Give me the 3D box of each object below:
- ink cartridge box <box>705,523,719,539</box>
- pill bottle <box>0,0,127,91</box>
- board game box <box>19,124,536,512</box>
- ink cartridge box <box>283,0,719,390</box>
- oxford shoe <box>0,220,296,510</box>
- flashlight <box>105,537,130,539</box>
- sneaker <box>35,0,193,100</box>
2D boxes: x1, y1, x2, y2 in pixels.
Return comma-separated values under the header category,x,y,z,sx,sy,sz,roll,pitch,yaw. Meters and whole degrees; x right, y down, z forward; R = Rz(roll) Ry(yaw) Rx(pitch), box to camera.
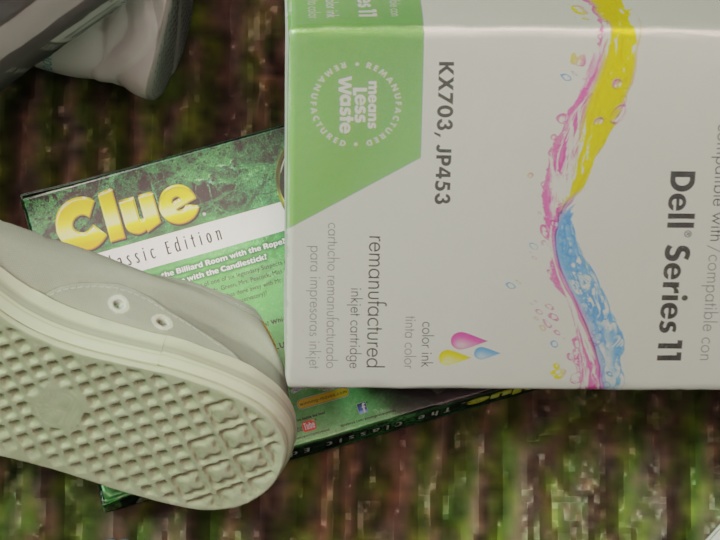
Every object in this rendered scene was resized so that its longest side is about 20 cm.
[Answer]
category,x,y,z,sx,sy,sz,roll,pitch,yaw
ink cartridge box,0.141,0.149,0.816,0.200,0.084,0.145,-44,71,-11
pill bottle,-0.162,-0.085,0.833,0.199,0.113,0.114,-33,79,14
board game box,0.000,0.000,0.890,0.199,0.023,0.106,-15,80,-6
ink cartridge box,0.076,-0.029,0.828,0.198,0.067,0.118,0,114,-2
oxford shoe,-0.111,0.013,0.825,0.199,0.075,0.058,21,35,-13
flashlight,-0.122,0.168,0.829,0.068,0.068,0.200,44,74,-19
sneaker,-0.083,-0.159,0.902,0.080,0.070,0.202,10,77,4
